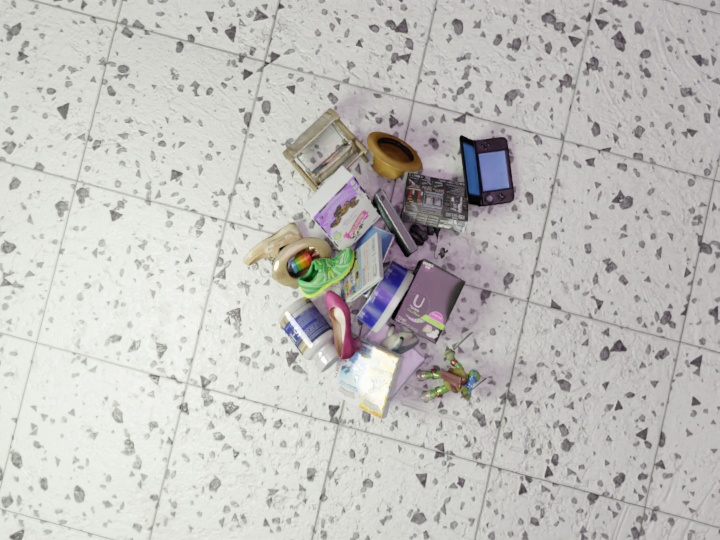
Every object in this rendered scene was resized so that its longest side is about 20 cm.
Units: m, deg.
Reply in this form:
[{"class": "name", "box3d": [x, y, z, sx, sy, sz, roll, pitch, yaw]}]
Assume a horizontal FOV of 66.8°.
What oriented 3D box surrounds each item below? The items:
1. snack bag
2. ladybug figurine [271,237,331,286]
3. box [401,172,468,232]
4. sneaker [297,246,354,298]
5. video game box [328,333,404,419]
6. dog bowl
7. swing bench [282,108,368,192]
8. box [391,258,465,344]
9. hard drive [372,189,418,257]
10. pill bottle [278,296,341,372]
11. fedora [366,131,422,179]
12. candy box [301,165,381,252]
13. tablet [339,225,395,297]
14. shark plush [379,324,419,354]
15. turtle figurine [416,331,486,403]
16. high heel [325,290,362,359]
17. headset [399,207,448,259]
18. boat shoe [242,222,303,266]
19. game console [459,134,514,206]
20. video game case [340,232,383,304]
[{"class": "snack bag", "box3d": [0.074, 0.277, 1.675, 0.200, 0.021, 0.189, 43, 88, 1]}, {"class": "ladybug figurine", "box3d": [-0.181, -0.030, 1.647, 0.195, 0.072, 0.139, -24, 116, -10]}, {"class": "box", "box3d": [0.226, -0.206, 1.637, 0.193, 0.050, 0.161, 10, 55, 0]}, {"class": "sneaker", "box3d": [-0.099, -0.003, 1.605, 0.199, 0.074, 0.084, -40, 124, -7]}, {"class": "video game box", "box3d": [0.014, 0.306, 1.603, 0.196, 0.046, 0.188, 19, 97, 31]}, {"class": "dog bowl", "box3d": [0.071, 0.075, 1.592, 0.078, 0.200, 0.203, 33, 88, 1]}, {"class": "swing bench", "box3d": [-0.107, -0.352, 1.643, 0.198, 0.130, 0.201, -42, 88, -1]}, {"class": "box", "box3d": [0.199, 0.089, 1.629, 0.146, 0.124, 0.204, 28, 87, 0]}, {"class": "hard drive", "box3d": [0.102, -0.136, 1.629, 0.032, 0.140, 0.203, -31, 88, -3]}, {"class": "pill bottle", "box3d": [-0.142, 0.191, 1.611, 0.119, 0.120, 0.201, -40, 76, -1]}, {"class": "fedora", "box3d": [0.091, -0.333, 1.640, 0.198, 0.202, 0.083, 33, 125, 1]}, {"class": "candy box", "box3d": [-0.051, -0.174, 1.603, 0.168, 0.200, 0.071, -45, 50, -2]}, {"class": "tablet", "box3d": [0.020, -0.033, 1.654, 0.128, 0.014, 0.205, 24, 88, 40]}, {"class": "shark plush", "box3d": [0.089, 0.261, 1.635, 0.083, 0.090, 0.202, 42, 82, -28]}, {"class": "turtle figurine", "box3d": [0.277, 0.322, 1.647, 0.189, 0.202, 0.146, -17, 118, 22]}, {"class": "high heel", "box3d": [-0.069, 0.156, 1.572, 0.067, 0.095, 0.205, -29, 81, 37]}, {"class": "headset", "box3d": [0.197, -0.125, 1.651, 0.122, 0.094, 0.203, -31, 77, 0]}, {"class": "boat shoe", "box3d": [-0.266, -0.067, 1.662, 0.197, 0.071, 0.065, -35, 88, -2]}, {"class": "game console", "box3d": [0.382, -0.304, 1.646, 0.170, 0.116, 0.207, -7, 89, 0]}, {"class": "video game case", "box3d": [0.000, 0.000, 1.587, 0.018, 0.199, 0.147, 16, 55, -30]}]
